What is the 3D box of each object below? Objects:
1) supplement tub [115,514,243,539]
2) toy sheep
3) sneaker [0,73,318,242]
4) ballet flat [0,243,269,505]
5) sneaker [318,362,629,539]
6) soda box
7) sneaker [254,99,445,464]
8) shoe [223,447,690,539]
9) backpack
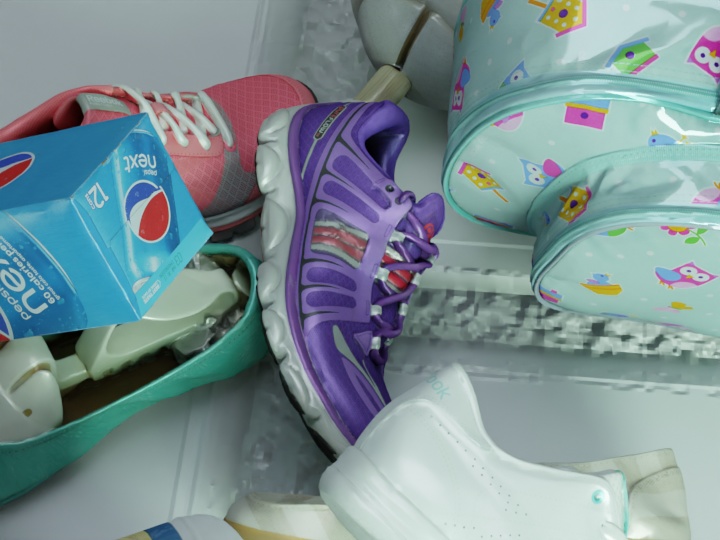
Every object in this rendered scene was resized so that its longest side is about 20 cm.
[{"bbox_3d":[-0.121,0.184,0.744,0.199,0.145,0.145,-17,53,-14],"label":"supplement tub"},{"bbox_3d":[0.060,-0.146,1.017,0.138,0.138,0.200,36,67,25],"label":"toy sheep"},{"bbox_3d":[-0.106,-0.054,0.972,0.200,0.087,0.074,-24,55,-19],"label":"sneaker"},{"bbox_3d":[-0.125,0.040,0.907,0.200,0.070,0.067,-27,57,-19],"label":"ballet flat"},{"bbox_3d":[0.082,0.121,0.791,0.200,0.075,0.089,45,79,-5],"label":"sneaker"},{"bbox_3d":[-0.169,-0.010,0.888,0.200,0.064,0.068,-9,30,34],"label":"soda box"},{"bbox_3d":[0.000,0.000,0.914,0.083,0.081,0.201,-13,57,12],"label":"sneaker"},{"bbox_3d":[0.041,0.099,0.855,0.199,0.070,0.054,2,85,-8],"label":"shoe"},{"bbox_3d":[0.133,-0.059,0.906,0.199,0.176,0.154,15,70,-6],"label":"backpack"}]
